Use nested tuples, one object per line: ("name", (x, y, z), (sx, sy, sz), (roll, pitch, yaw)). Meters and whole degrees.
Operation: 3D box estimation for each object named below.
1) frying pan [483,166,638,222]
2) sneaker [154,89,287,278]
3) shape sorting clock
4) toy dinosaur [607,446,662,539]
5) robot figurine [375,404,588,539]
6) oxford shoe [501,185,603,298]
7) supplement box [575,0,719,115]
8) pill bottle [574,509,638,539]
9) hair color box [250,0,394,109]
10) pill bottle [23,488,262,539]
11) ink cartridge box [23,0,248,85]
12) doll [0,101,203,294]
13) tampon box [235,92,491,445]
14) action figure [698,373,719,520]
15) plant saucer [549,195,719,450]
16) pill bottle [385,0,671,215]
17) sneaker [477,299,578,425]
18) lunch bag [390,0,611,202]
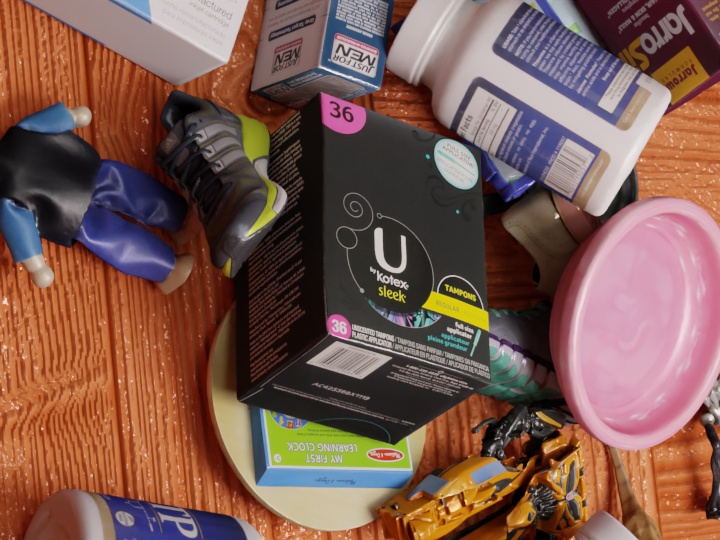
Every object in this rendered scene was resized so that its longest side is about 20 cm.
("frying pan", (0.157, -0.052, 1.802), (0.190, 0.031, 0.115), (-40, 103, -28))
("sneaker", (-0.107, -0.064, 1.555), (0.081, 0.200, 0.074), (30, 108, -23))
("shape sorting clock", (-0.032, 0.097, 1.650), (0.199, 0.039, 0.202), (16, 62, -33))
("toy dinosaur", (0.226, 0.215, 1.779), (0.060, 0.107, 0.201), (-4, 42, -7))
("robot figurine", (0.104, 0.191, 1.695), (0.199, 0.058, 0.146), (-25, 119, -32))
("oxford shoe", (0.179, 0.000, 1.782), (0.200, 0.073, 0.071), (55, 20, -36))
("supplement box", (0.226, -0.234, 1.679), (0.085, 0.110, 0.201), (-31, 86, -32))
("pill bottle", (0.139, 0.280, 1.652), (0.200, 0.111, 0.111), (-43, 107, -6))
("hair color box", (-0.019, -0.230, 1.674), (0.060, 0.100, 0.202), (18, 73, -31))
("pill bottle", (-0.128, 0.224, 1.519), (0.199, 0.119, 0.121), (14, 75, -31))
("ink cartridge box", (-0.144, -0.262, 1.607), (0.144, 0.084, 0.201), (27, 68, -27))
("doll", (-0.208, -0.049, 1.553), (0.199, 0.048, 0.137), (26, 68, -28))
("tampon box", (0.000, 0.000, 1.605), (0.149, 0.126, 0.201), (17, 56, -31))
("action figure", (0.317, 0.103, 1.843), (0.118, 0.102, 0.202), (-10, 89, -22))
("plant saucer", (0.217, 0.039, 1.726), (0.200, 0.051, 0.202), (-13, 109, -41))
("pill bottle", (0.123, -0.136, 1.641), (0.199, 0.111, 0.111), (32, 63, 5))
("sneaker", (0.115, 0.053, 1.745), (0.199, 0.074, 0.088), (29, 57, -38))
("lunch bag", (0.144, -0.173, 1.753), (0.199, 0.127, 0.171), (-33, 87, -23))
